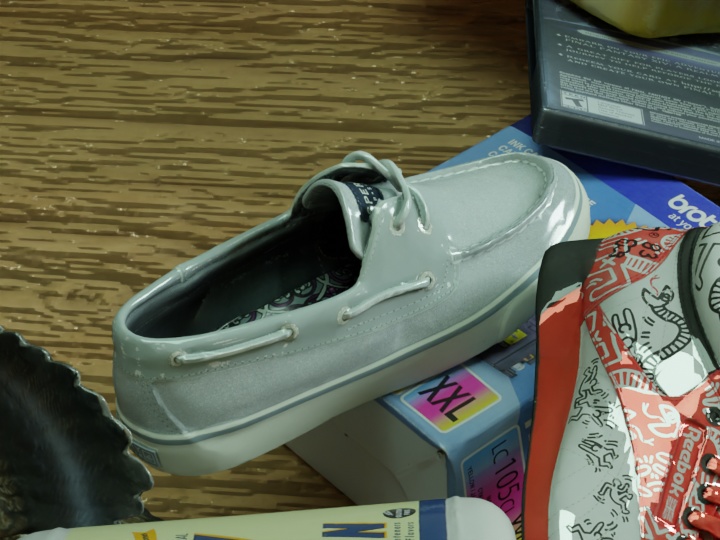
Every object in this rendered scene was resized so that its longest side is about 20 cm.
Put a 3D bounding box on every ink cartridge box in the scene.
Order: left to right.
[{"bbox_3d":[0.070,0.017,1.101,0.199,0.077,0.136,-29,45,-27],"label":"ink cartridge box"}]

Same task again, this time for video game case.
[{"bbox_3d":[0.139,-0.083,1.186,0.142,0.019,0.200,13,24,-4],"label":"video game case"}]

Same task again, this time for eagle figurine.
[{"bbox_3d":[-0.159,0.083,1.012,0.199,0.152,0.152,-16,17,5],"label":"eagle figurine"}]

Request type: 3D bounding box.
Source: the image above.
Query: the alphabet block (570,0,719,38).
[{"bbox_3d":[0.145,-0.233,1.246,0.195,0.201,0.195,-7,32,-40],"label":"alphabet block"}]

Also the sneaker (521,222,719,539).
[{"bbox_3d":[0.114,0.066,0.946,0.107,0.067,0.202,-9,50,17],"label":"sneaker"}]

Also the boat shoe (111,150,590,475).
[{"bbox_3d":[-0.001,0.000,1.015,0.200,0.072,0.070,-29,44,-22],"label":"boat shoe"}]

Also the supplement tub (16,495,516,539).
[{"bbox_3d":[-0.045,0.150,0.899,0.198,0.146,0.146,-5,39,2],"label":"supplement tub"}]
